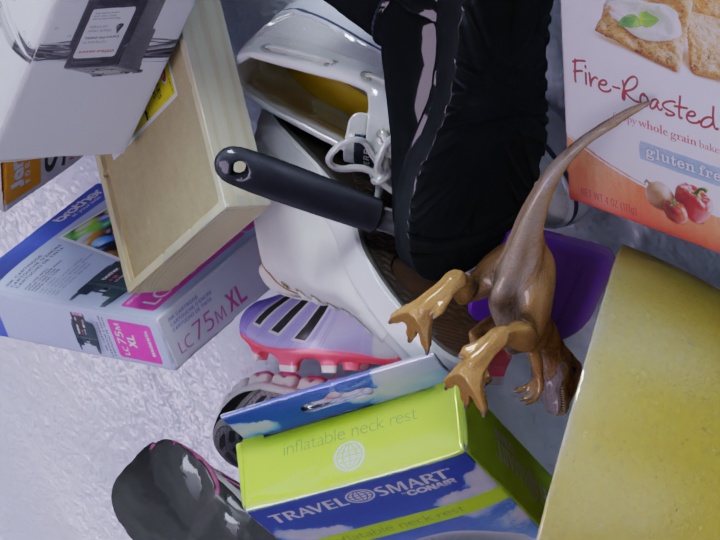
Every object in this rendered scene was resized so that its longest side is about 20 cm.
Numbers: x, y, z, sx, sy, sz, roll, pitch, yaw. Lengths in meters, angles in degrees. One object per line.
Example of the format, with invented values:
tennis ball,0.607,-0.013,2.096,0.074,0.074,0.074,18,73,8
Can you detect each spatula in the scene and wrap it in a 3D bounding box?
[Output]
spatula,0.023,-0.018,1.140,0.200,0.021,0.057,21,109,-2

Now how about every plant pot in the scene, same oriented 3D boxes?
plant pot,0.162,0.103,1.094,0.142,0.200,0.200,16,136,7

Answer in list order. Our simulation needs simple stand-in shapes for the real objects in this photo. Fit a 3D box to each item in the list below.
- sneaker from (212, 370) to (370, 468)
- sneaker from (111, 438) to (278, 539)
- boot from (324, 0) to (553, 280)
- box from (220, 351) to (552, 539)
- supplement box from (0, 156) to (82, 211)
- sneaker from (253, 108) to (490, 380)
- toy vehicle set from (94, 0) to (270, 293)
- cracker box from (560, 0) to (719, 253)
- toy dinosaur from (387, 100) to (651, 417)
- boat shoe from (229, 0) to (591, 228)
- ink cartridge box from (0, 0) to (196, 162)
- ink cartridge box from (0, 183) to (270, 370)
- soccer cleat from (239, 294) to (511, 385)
sneaker,-0.025,0.111,1.338,0.074,0.088,0.200,36,156,-34
sneaker,-0.049,0.169,1.307,0.086,0.080,0.200,28,-162,-52
boot,0.015,-0.116,1.086,0.162,0.073,0.199,43,138,41
box,0.026,0.116,1.194,0.122,0.048,0.200,-18,147,18
supplement box,-0.258,-0.141,1.391,0.200,0.074,0.126,32,140,23
sneaker,0.000,0.000,1.208,0.200,0.073,0.085,55,131,37
toy vehicle set,-0.108,-0.102,1.232,0.124,0.026,0.200,-35,65,54
cracker box,0.154,-0.104,1.010,0.134,0.058,0.200,22,134,33
toy dinosaur,0.071,0.002,1.082,0.060,0.106,0.200,38,153,25
boat shoe,0.016,-0.066,1.161,0.202,0.086,0.075,33,140,23
ink cartridge box,-0.146,-0.171,1.177,0.200,0.083,0.145,-58,47,44
ink cartridge box,-0.139,-0.001,1.351,0.200,0.119,0.042,6,126,44
soccer cleat,0.008,0.020,1.278,0.200,0.067,0.077,5,94,50
